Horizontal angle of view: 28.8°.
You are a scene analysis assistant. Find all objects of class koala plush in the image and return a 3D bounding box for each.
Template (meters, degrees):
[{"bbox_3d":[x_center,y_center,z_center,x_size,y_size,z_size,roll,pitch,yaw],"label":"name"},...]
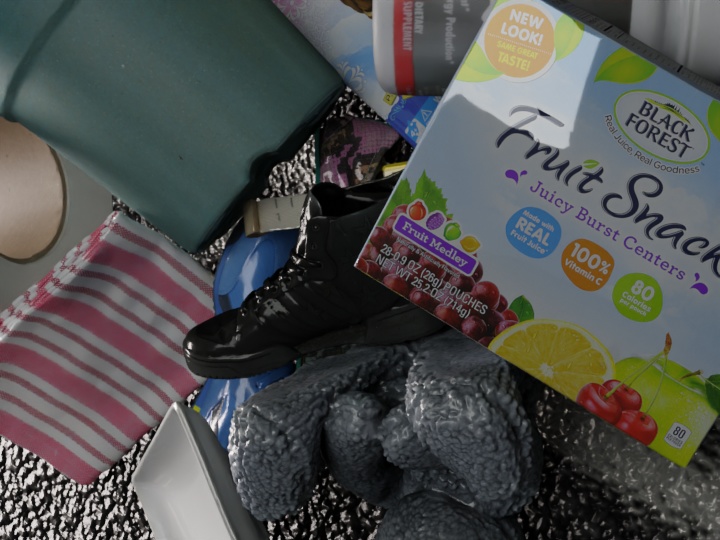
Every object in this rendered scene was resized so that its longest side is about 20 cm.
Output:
[{"bbox_3d":[0.049,0.141,0.812,0.176,0.184,0.202,-10,99,26],"label":"koala plush"}]

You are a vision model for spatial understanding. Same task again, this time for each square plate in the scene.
[{"bbox_3d":[-0.080,0.192,0.867,0.199,0.028,0.200,63,156,12],"label":"square plate"}]

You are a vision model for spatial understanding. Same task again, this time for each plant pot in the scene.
[{"bbox_3d":[-0.127,-0.128,0.891,0.196,0.200,0.200,42,106,0],"label":"plant pot"}]

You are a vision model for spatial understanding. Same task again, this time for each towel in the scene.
[{"bbox_3d":[-0.173,0.060,0.946,0.200,0.146,0.030,-40,38,20],"label":"towel"}]

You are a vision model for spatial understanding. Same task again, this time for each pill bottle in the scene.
[{"bbox_3d":[0.110,-0.154,0.788,0.198,0.114,0.115,2,83,6],"label":"pill bottle"}]

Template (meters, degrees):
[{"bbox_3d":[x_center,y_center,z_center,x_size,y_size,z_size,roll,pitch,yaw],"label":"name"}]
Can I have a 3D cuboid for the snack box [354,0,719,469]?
[{"bbox_3d":[0.124,-0.027,0.715,0.199,0.068,0.169,32,108,6],"label":"snack box"}]

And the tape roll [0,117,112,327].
[{"bbox_3d":[-0.292,-0.049,0.997,0.138,0.202,0.205,-9,78,29],"label":"tape roll"}]

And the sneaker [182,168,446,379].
[{"bbox_3d":[-0.020,-0.006,0.818,0.198,0.060,0.105,-11,114,11],"label":"sneaker"}]

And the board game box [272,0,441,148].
[{"bbox_3d":[0.043,-0.208,0.911,0.199,0.041,0.201,44,105,28],"label":"board game box"}]

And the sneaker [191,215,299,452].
[{"bbox_3d":[-0.061,0.059,0.905,0.078,0.066,0.202,29,109,50],"label":"sneaker"}]

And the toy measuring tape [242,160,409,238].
[{"bbox_3d":[0.030,-0.039,0.866,0.198,0.074,0.074,-9,78,10],"label":"toy measuring tape"}]

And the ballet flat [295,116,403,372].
[{"bbox_3d":[0.000,0.000,0.900,0.071,0.069,0.202,3,83,15],"label":"ballet flat"}]
